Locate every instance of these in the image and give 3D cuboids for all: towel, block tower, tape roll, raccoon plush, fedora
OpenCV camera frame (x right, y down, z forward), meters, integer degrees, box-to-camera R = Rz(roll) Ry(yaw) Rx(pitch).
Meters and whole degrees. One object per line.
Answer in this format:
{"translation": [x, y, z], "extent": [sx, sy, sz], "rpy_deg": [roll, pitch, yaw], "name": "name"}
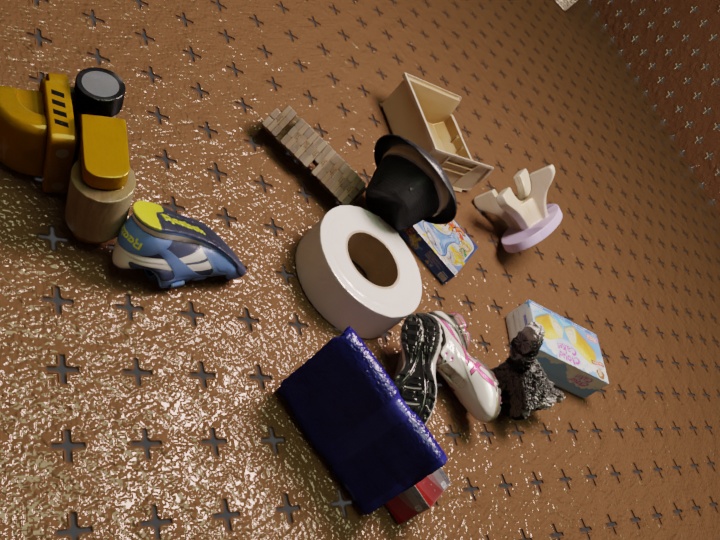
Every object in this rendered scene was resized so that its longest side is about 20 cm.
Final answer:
{"translation": [0.001, 0.185, 0.885], "extent": [0.201, 0.147, 0.049], "rpy_deg": [53, 29, 6], "name": "towel"}
{"translation": [-0.074, -0.188, 1.190], "extent": [0.200, 0.054, 0.058], "rpy_deg": [44, -2, -9], "name": "block tower"}
{"translation": [0.000, 0.000, 1.107], "extent": [0.201, 0.071, 0.204], "rpy_deg": [27, 42, -27], "name": "tape roll"}
{"translation": [0.299, 0.168, 1.179], "extent": [0.133, 0.201, 0.097], "rpy_deg": [-9, 50, -35], "name": "raccoon plush"}
{"translation": [0.064, -0.126, 1.175], "extent": [0.091, 0.201, 0.201], "rpy_deg": [-41, 91, -17], "name": "fedora"}

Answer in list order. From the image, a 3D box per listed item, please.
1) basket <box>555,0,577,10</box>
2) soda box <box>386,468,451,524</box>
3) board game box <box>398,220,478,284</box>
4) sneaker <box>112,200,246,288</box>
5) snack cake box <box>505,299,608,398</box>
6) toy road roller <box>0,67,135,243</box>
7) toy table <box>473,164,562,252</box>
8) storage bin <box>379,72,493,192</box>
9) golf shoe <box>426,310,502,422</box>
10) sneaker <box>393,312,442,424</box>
{"translation": [0.869, -1.180, 2.982], "extent": [0.136, 0.123, 0.200], "rpy_deg": [45, 38, -7], "name": "basket"}
{"translation": [0.029, 0.224, 0.947], "extent": [0.201, 0.063, 0.070], "rpy_deg": [55, 35, 8], "name": "soda box"}
{"translation": [0.124, -0.084, 1.336], "extent": [0.200, 0.034, 0.135], "rpy_deg": [49, 37, -1], "name": "board game box"}
{"translation": [-0.225, -0.020, 0.899], "extent": [0.074, 0.082, 0.200], "rpy_deg": [44, 10, 34], "name": "sneaker"}
{"translation": [0.373, 0.151, 1.362], "extent": [0.199, 0.067, 0.116], "rpy_deg": [25, 42, -29], "name": "snack cake box"}
{"translation": [-0.349, -0.137, 0.833], "extent": [0.145, 0.123, 0.201], "rpy_deg": [-1, 58, -29], "name": "toy road roller"}
{"translation": [0.339, -0.132, 1.498], "extent": [0.118, 0.183, 0.200], "rpy_deg": [61, 23, -11], "name": "toy table"}
{"translation": [0.162, -0.281, 1.498], "extent": [0.197, 0.094, 0.201], "rpy_deg": [8, 53, -41], "name": "storage bin"}
{"translation": [0.147, 0.153, 1.130], "extent": [0.091, 0.073, 0.201], "rpy_deg": [3, 46, -37], "name": "golf shoe"}
{"translation": [0.080, 0.164, 1.045], "extent": [0.073, 0.080, 0.201], "rpy_deg": [10, 56, 11], "name": "sneaker"}
